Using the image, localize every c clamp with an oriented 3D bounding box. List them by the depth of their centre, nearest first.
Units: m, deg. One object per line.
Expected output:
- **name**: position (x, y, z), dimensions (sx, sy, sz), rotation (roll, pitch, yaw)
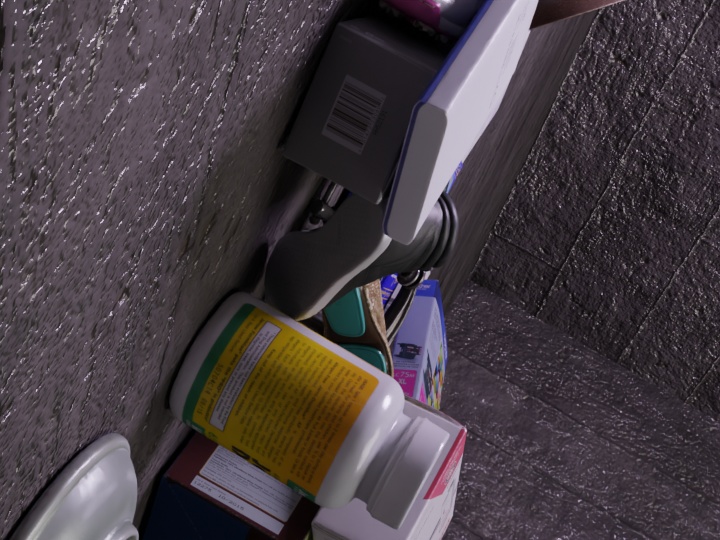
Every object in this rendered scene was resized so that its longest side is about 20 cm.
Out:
- **c clamp**: position (0.000, 0.000, 1.215), dimensions (0.171, 0.027, 0.200), rotation (-54, 140, -5)

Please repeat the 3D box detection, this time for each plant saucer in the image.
- **plant saucer**: position (-0.196, 0.206, 0.896), dimensions (0.201, 0.050, 0.200), rotation (-60, 173, -13)
- **plant saucer**: position (0.190, -0.274, 1.405), dimensions (0.200, 0.199, 0.037), rotation (-40, 116, -70)

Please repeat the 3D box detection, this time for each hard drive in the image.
- **hard drive**: position (0.077, -0.129, 0.953), dimensions (0.201, 0.025, 0.132), rotation (-58, 169, -38)

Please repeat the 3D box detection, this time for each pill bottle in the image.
- **pill bottle**: position (-0.037, 0.111, 1.037), dimensions (0.113, 0.199, 0.113), rotation (-59, 173, -12)

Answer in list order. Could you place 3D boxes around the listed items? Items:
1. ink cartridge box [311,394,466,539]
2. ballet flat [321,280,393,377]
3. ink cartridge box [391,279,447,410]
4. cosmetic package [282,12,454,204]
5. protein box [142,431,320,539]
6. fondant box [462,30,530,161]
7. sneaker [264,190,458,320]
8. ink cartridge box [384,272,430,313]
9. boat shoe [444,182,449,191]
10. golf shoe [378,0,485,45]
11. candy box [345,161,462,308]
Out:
- **ink cartridge box**: position (0.026, 0.224, 1.223), dimensions (0.147, 0.082, 0.201), rotation (-58, 164, -27)
- **ballet flat**: position (-0.001, 0.047, 1.185), dimensions (0.066, 0.070, 0.201), rotation (-64, 157, -46)
- **ink cartridge box**: position (0.060, 0.098, 1.371), dimensions (0.201, 0.042, 0.120), rotation (-80, 166, -45)
- **cosmetic package**: position (0.024, -0.128, 1.004), dimensions (0.108, 0.090, 0.200), rotation (-66, 168, 21)
- **protein box**: position (-0.099, 0.216, 1.261), dimensions (0.200, 0.134, 0.199), rotation (-54, 170, -48)
- **fondant box**: position (0.110, -0.177, 1.522), dimensions (0.201, 0.058, 0.145), rotation (-57, 172, -34)
- **sneaker**: position (0.003, -0.009, 1.059), dimensions (0.098, 0.071, 0.200), rotation (-2, 162, -34)
- **ink cartridge box**: position (-0.001, 0.050, 1.516), dimensions (0.201, 0.084, 0.146), rotation (-60, 173, -10)
- **boat shoe**: position (0.051, -0.105, 1.151), dimensions (0.066, 0.074, 0.201), rotation (-10, 112, -46)
- **golf shoe**: position (0.071, -0.218, 0.991), dimensions (0.092, 0.075, 0.200), rotation (-62, 170, 19)
- **candy box**: position (0.022, -0.044, 1.347), dimensions (0.201, 0.077, 0.169), rotation (-62, 174, 0)
